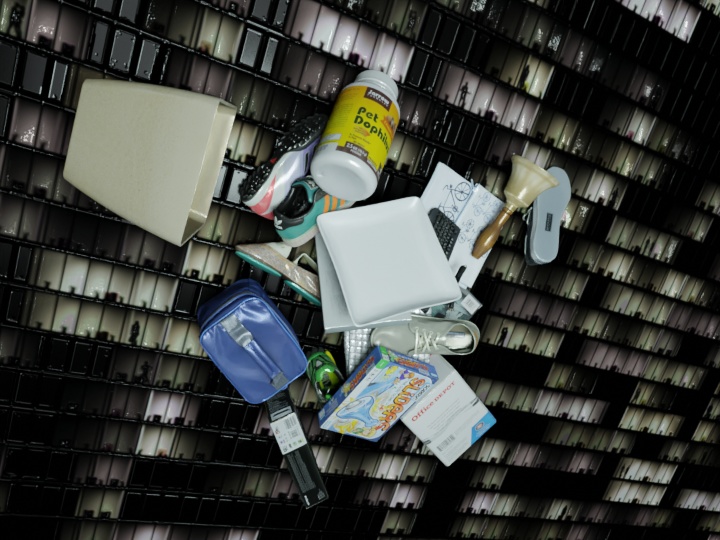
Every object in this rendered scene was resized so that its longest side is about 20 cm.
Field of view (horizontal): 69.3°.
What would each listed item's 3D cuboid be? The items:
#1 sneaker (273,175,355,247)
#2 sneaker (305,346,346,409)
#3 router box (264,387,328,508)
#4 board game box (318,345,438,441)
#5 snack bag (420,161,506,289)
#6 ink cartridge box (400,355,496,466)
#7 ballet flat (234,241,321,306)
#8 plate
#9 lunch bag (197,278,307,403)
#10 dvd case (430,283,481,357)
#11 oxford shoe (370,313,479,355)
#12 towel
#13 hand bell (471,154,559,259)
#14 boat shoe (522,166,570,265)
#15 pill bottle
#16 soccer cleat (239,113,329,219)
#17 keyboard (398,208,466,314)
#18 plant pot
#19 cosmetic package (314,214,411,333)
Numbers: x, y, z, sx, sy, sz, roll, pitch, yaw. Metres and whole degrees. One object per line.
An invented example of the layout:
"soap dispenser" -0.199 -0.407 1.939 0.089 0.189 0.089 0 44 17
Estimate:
"sneaker" -0.065 -0.130 0.870 0.200 0.071 0.080 -47 150 -16
"sneaker" -0.051 0.251 1.016 0.078 0.085 0.201 -31 115 -6
"router box" -0.126 0.315 0.977 0.051 0.149 0.202 -21 112 -11
"board game box" 0.030 0.232 0.956 0.134 0.035 0.201 23 120 -28
"snack bag" 0.183 -0.087 1.007 0.199 0.021 0.190 30 90 -24
"ink cartridge box" 0.171 0.291 1.090 0.146 0.086 0.200 -41 120 -2
"ballet flat" -0.130 -0.010 0.928 0.199 0.068 0.068 36 75 -29
"plate" 0.044 -0.017 0.860 0.198 0.032 0.202 -13 70 -21
"lunch bag" -0.186 0.131 0.909 0.135 0.132 0.201 -36 114 -4
"dvd case" 0.138 0.100 1.065 0.146 0.022 0.200 41 93 -24
"oxford shoe" 0.116 0.118 0.922 0.197 0.058 0.076 0 102 0
"towel" 0.048 0.103 0.988 0.163 0.086 0.203 -1 98 -3
"hand bell" 0.278 -0.107 0.997 0.104 0.104 0.201 28 101 -23
"boat shoe" 0.369 -0.107 1.048 0.073 0.068 0.202 10 79 -10
"pill bottle" -0.001 -0.221 0.834 0.109 0.109 0.202 30 63 -24
"soccer cleat" -0.115 -0.175 0.879 0.200 0.068 0.073 -48 134 0
"keyboard" 0.144 -0.008 0.936 0.127 0.021 0.201 42 55 -21
"plant pot" -0.300 -0.174 0.752 0.175 0.200 0.202 18 101 -11
"cosmetic package" 0.000 0.000 0.908 0.149 0.052 0.202 -5 75 -6
